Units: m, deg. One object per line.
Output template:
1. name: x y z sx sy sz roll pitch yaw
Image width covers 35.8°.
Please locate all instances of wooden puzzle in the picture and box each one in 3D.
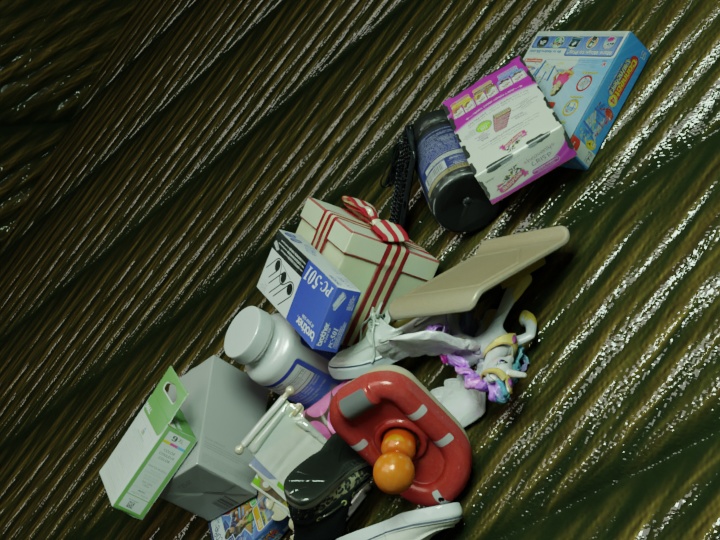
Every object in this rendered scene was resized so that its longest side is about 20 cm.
1. wooden puzzle: 0.157 0.009 1.460 0.199 0.037 0.184 -33 12 -32

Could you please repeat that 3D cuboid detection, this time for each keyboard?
1. keyboard: 0.054 -0.134 1.738 0.105 0.039 0.201 -95 11 -47

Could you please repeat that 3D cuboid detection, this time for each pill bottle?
1. pill bottle: 0.139 -0.157 1.686 0.112 0.112 0.201 -41 35 20
2. pill bottle: -0.101 0.131 1.654 0.112 0.199 0.113 -34 39 33

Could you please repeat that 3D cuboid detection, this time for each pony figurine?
1. pony figurine: 0.139 0.104 1.439 0.192 0.167 0.201 -18 30 29

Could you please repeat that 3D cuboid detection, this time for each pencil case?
1. pencil case: -0.042 0.230 1.607 0.200 0.091 0.094 -38 78 27

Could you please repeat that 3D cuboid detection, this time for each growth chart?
1. growth chart: -0.085 0.283 1.556 0.145 0.200 0.018 -43 -9 7

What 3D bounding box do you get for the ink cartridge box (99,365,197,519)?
1. ink cartridge box: -0.301 0.254 1.649 0.201 0.059 0.104 -56 30 4

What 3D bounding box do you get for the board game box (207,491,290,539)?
1. board game box: -0.178 0.359 1.707 0.135 0.034 0.200 -46 33 13

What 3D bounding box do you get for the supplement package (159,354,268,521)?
1. supplement package: -0.229 0.258 1.721 0.121 0.119 0.201 -33 37 34

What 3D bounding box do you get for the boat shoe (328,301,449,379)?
1. boat shoe: 0.038 0.083 1.560 0.200 0.087 0.075 -21 17 10

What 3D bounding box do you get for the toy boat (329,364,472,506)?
1. toy boat: 0.049 0.223 1.375 0.130 0.200 0.131 -34 22 30

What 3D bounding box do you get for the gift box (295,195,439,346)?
1. gift box: 0.000 0.000 1.668 0.184 0.199 0.188 38 108 51

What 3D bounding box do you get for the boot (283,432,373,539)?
1. boot: -0.023 0.300 1.495 0.073 0.155 0.203 29 42 34

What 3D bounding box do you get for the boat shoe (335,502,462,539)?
1. boat shoe: 0.052 0.347 1.404 0.199 0.071 0.070 -28 69 31

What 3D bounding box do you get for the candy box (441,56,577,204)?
1. candy box: 0.205 -0.199 1.557 0.136 0.061 0.201 -30 38 12

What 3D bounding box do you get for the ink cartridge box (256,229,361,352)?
1. ink cartridge box: -0.075 0.026 1.554 0.200 0.044 0.095 41 113 53

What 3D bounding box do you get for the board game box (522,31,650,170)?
1. board game box: 0.293 -0.252 1.623 0.199 0.056 0.197 19 77 57
